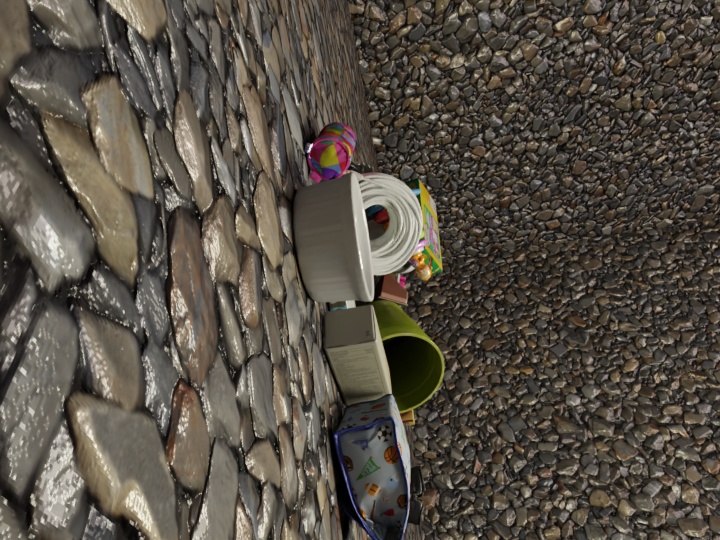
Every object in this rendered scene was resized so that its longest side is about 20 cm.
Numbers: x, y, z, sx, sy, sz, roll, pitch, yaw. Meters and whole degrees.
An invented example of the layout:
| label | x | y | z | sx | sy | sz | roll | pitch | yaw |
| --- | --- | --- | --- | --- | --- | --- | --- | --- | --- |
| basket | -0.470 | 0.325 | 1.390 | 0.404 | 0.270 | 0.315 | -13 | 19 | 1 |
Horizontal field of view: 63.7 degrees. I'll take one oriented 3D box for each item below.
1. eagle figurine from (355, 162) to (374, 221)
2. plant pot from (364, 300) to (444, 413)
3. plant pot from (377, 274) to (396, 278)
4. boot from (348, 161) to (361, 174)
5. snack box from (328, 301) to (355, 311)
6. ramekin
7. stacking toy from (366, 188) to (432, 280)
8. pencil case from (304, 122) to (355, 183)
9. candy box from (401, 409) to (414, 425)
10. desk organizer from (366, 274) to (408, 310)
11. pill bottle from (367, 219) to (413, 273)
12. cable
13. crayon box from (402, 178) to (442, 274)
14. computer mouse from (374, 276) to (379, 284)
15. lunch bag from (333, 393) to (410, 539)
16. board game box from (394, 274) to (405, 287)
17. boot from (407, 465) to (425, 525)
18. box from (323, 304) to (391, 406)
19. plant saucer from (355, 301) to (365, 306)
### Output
| label | x | y | z | sx | sy | sz | roll | pitch | yaw |
| --- | --- | --- | --- | --- | --- | --- | --- | --- | --- |
| eagle figurine | 0.034 | -0.164 | 1.507 | 0.201 | 0.149 | 0.154 | 69 | 14 | -61 |
| plant pot | 0.059 | 0.168 | 1.262 | 0.194 | 0.196 | 0.204 | -112 | -171 | -60 |
| plant pot | 0.099 | 0.078 | 2.098 | 0.201 | 0.091 | 0.205 | -7 | 90 | -84 |
| boot | -0.022 | -0.113 | 1.264 | 0.202 | 0.075 | 0.170 | 84 | -1 | -49 |
| snack box | -0.043 | 0.011 | 1.092 | 0.116 | 0.036 | 0.204 | -80 | 161 | -72 |
| ramekin | -0.040 | -0.046 | 0.916 | 0.200 | 0.096 | 0.205 | -8 | 90 | -85 |
| stacking toy | 0.104 | -0.071 | 1.272 | 0.109 | 0.115 | 0.203 | -25 | 92 | -64 |
| pencil case | -0.055 | -0.231 | 1.114 | 0.201 | 0.087 | 0.090 | -77 | 158 | -67 |
| candy box | 0.060 | 0.265 | 1.376 | 0.057 | 0.114 | 0.203 | 71 | 12 | -61 |
| desk organizer | 0.061 | 0.080 | 1.428 | 0.201 | 0.070 | 0.078 | 117 | -13 | -61 |
| pill bottle | 0.076 | -0.053 | 1.428 | 0.199 | 0.112 | 0.116 | 14 | 67 | -65 |
| cable | 0.026 | -0.095 | 1.172 | 0.069 | 0.196 | 0.204 | -136 | -127 | -71 |
| crayon box | 0.144 | -0.103 | 1.398 | 0.119 | 0.057 | 0.203 | 44 | 38 | -51 |
| computer mouse | 0.022 | 0.079 | 1.637 | 0.200 | 0.045 | 0.144 | 55 | 39 | -78 |
| lunch bag | 0.028 | 0.334 | 0.973 | 0.170 | 0.122 | 0.204 | -28 | 102 | -84 |
| board game box | 0.076 | 0.143 | 1.565 | 0.201 | 0.025 | 0.203 | 114 | -13 | -56 |
| boot | 0.058 | 0.386 | 1.118 | 0.070 | 0.129 | 0.204 | 67 | 16 | -64 |
| box | -0.002 | 0.159 | 1.038 | 0.202 | 0.093 | 0.079 | 77 | 6 | -47 |
| plant saucer | 0.000 | 0.000 | 1.463 | 0.200 | 0.049 | 0.204 | -9 | 90 | -84 |
